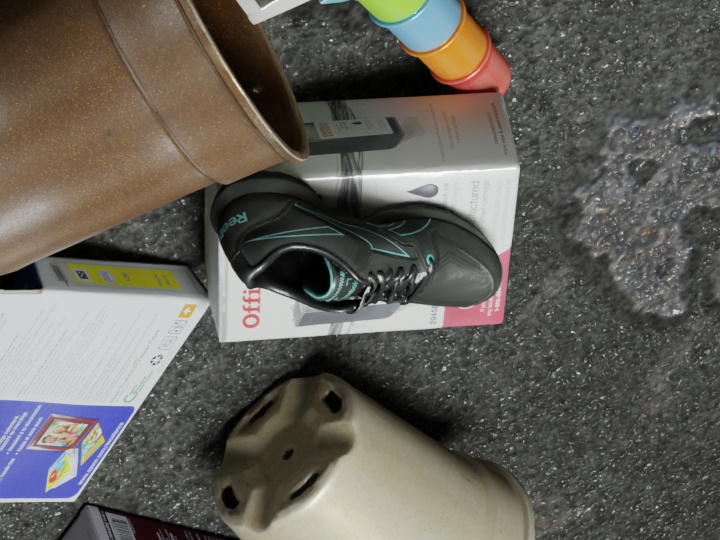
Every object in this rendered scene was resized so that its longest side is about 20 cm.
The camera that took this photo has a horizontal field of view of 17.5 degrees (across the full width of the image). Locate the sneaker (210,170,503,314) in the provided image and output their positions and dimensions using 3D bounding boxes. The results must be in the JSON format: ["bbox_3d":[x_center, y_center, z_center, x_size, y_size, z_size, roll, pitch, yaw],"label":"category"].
[{"bbox_3d":[0.000,0.000,1.469,0.199,0.079,0.076,11,127,-21],"label":"sneaker"}]

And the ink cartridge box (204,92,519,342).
[{"bbox_3d":[-0.002,-0.035,1.546,0.199,0.085,0.146,-3,132,-6],"label":"ink cartridge box"}]

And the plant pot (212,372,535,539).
[{"bbox_3d":[-0.003,0.177,1.716,0.200,0.201,0.183,-39,125,10],"label":"plant pot"}]

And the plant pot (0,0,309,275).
[{"bbox_3d":[-0.162,-0.106,1.355,0.198,0.201,0.200,-29,138,8],"label":"plant pot"}]

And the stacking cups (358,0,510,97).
[{"bbox_3d":[0.037,-0.166,1.492,0.060,0.061,0.200,-39,136,9],"label":"stacking cups"}]

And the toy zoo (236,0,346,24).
[{"bbox_3d":[-0.035,-0.216,1.331,0.131,0.021,0.200,-31,147,5],"label":"toy zoo"}]

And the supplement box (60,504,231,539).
[{"bbox_3d":[-0.150,0.253,1.780,0.199,0.061,0.109,20,118,-39],"label":"supplement box"}]

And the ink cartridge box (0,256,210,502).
[{"bbox_3d":[-0.225,0.075,1.559,0.199,0.047,0.198,7,128,-48],"label":"ink cartridge box"}]
